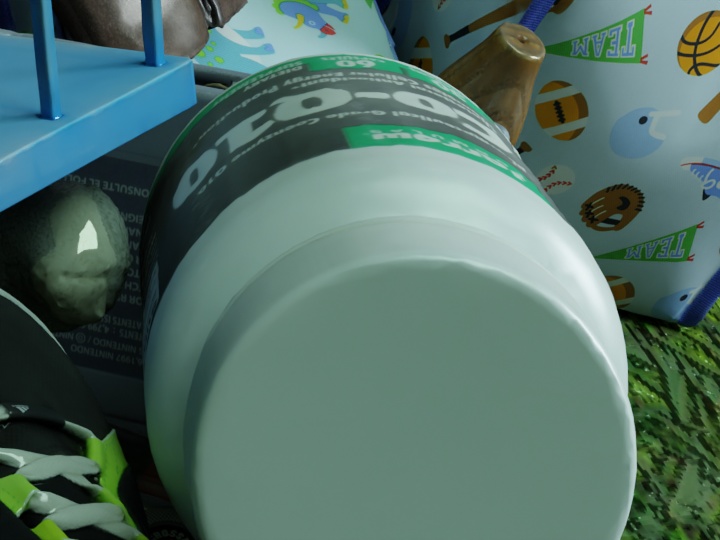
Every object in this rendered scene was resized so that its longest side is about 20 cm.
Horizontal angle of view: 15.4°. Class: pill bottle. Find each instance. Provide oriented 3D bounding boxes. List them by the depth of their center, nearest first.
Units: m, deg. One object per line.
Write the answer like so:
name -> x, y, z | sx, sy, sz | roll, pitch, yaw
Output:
pill bottle -> 0.003, 0.018, 0.645 | 0.113, 0.113, 0.200 | 26, 10, -12

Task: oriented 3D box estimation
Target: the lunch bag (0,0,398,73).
lunch bag -> -0.067, -0.072, 0.966 | 0.160, 0.083, 0.200 | 12, 40, -31

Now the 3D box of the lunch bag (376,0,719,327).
lunch bag -> 0.105, -0.094, 1.030 | 0.169, 0.200, 0.124 | 11, 44, -29

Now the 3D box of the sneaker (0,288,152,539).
sneaker -> -0.051, 0.079, 0.567 | 0.072, 0.083, 0.201 | 4, 57, -42

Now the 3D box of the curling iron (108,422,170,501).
curling iron -> -0.097, 0.047, 0.779 | 0.199, 0.026, 0.050 | 13, -4, 20

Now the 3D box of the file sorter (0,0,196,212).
file sorter -> -0.153, -0.073, 0.614 | 0.138, 0.123, 0.200 | 8, 25, 28

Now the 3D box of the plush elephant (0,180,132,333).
plush elephant -> -0.159, 0.065, 0.656 | 0.199, 0.165, 0.155 | 14, 42, -18

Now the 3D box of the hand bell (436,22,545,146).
hand bell -> 0.000, 0.000, 0.829 | 0.104, 0.200, 0.104 | 22, 35, -17

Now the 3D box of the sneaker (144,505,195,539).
sneaker -> -0.065, 0.106, 0.677 | 0.074, 0.089, 0.200 | 9, 4, 7

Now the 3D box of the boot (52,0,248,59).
boot -> -0.092, -0.160, 0.914 | 0.167, 0.072, 0.200 | 58, 29, -16

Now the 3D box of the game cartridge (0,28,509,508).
game cartridge -> -0.059, 0.004, 0.796 | 0.199, 0.134, 0.041 | 12, 14, 14
